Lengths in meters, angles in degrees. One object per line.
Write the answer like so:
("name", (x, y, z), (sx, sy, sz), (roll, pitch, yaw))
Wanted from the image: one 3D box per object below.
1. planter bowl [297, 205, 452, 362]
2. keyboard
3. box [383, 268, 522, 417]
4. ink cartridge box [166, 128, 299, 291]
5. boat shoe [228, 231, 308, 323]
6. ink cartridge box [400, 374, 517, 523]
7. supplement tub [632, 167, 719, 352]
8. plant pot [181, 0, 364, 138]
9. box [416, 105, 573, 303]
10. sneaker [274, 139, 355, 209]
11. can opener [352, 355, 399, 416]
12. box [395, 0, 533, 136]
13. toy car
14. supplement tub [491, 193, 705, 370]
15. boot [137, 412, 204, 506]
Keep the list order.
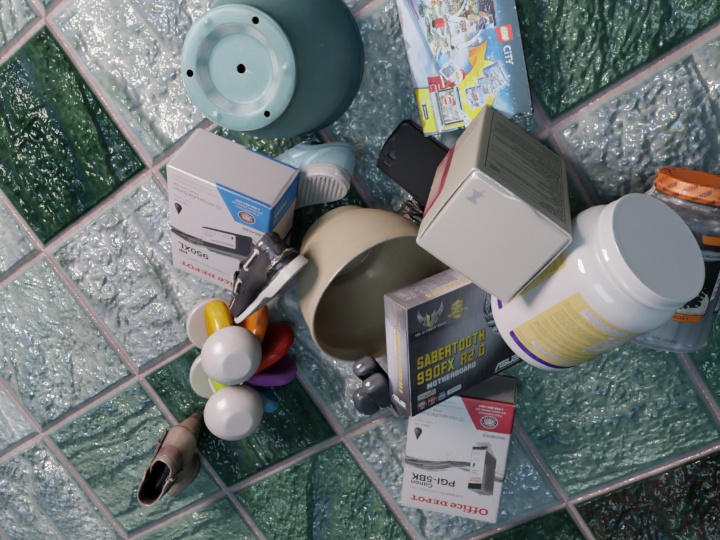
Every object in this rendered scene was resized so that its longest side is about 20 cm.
("planter bowl", (0.000, 0.000, 0.904), (0.135, 0.200, 0.200), (51, 123, 41))
("keyboard", (0.105, -0.099, 0.926), (0.200, 0.040, 0.104), (39, 92, -2))
("box", (0.126, 0.075, 0.893), (0.048, 0.200, 0.159), (32, 134, 49))
("ink cartridge box", (-0.170, -0.066, 0.927), (0.144, 0.084, 0.200), (23, 141, 6))
("boat shoe", (-0.129, 0.011, 0.872), (0.060, 0.074, 0.200), (48, 151, -2))
("ink cartridge box", (0.141, 0.250, 1.012), (0.146, 0.083, 0.200), (7, 111, 10))
("supplement tub", (0.376, -0.014, 0.835), (0.122, 0.123, 0.200), (11, 112, 10))
("plant pot", (-0.113, -0.245, 0.834), (0.200, 0.188, 0.200), (5, 112, 12))
("box", (0.154, -0.081, 0.795), (0.128, 0.200, 0.109), (34, 123, -7))
("sneaker", (-0.088, -0.133, 0.944), (0.200, 0.082, 0.074), (2, 145, 31))
("can opener", (0.014, 0.171, 0.964), (0.067, 0.200, 0.053), (-30, 66, 0))
("box", (0.125, -0.275, 0.845), (0.136, 0.038, 0.200), (-9, 108, 17))
("toy car", (-0.166, 0.134, 1.022), (0.150, 0.175, 0.200), (-7, 112, -22))
("supplement tub", (0.257, 0.017, 0.780), (0.145, 0.145, 0.200), (41, 144, -3))
("boot", (-0.308, 0.322, 1.114), (0.070, 0.146, 0.200), (22, 114, 3))
